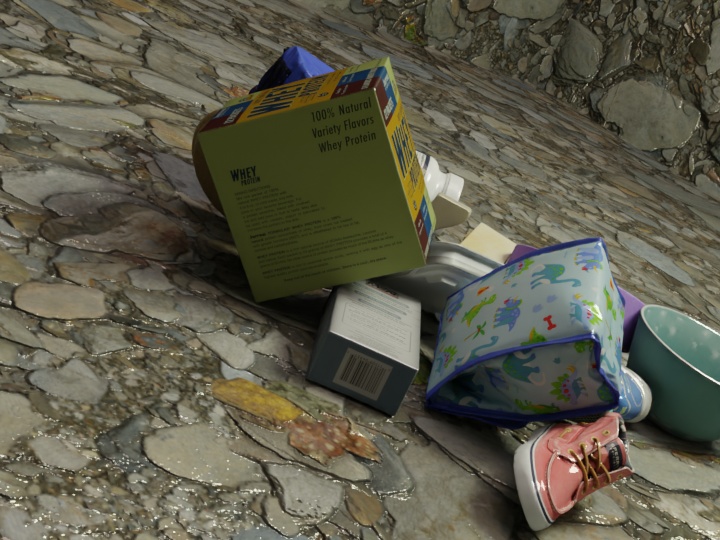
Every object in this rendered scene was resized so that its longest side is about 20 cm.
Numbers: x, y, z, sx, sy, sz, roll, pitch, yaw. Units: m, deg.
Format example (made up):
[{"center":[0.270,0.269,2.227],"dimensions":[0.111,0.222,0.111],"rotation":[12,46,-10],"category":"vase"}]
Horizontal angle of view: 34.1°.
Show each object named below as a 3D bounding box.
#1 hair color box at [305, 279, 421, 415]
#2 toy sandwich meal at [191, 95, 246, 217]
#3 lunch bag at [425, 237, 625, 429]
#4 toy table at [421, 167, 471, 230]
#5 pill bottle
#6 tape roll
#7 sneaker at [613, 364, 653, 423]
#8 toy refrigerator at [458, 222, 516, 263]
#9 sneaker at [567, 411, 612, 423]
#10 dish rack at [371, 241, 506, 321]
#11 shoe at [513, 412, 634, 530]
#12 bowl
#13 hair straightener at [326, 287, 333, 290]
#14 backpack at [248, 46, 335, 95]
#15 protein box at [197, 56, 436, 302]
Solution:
[{"center":[0.007,0.070,1.245],"dimensions":[0.099,0.061,0.200],"rotation":[24,19,-5],"category":"hair color box"},{"center":[-0.111,-0.122,1.425],"dimensions":[0.205,0.205,0.070],"rotation":[29,47,11],"category":"toy sandwich meal"},{"center":[0.173,0.072,1.245],"dimensions":[0.200,0.128,0.170],"rotation":[-11,33,21],"category":"lunch bag"},{"center":[0.043,-0.078,1.611],"dimensions":[0.200,0.117,0.184],"rotation":[24,18,-7],"category":"toy table"},{"center":[0.049,-0.137,1.781],"dimensions":[0.200,0.116,0.116],"rotation":[24,18,-6],"category":"pill bottle"},{"center":[0.285,0.038,1.585],"dimensions":[0.200,0.066,0.200],"rotation":[28,-3,2],"category":"tape roll"},{"center":[0.267,0.113,1.440],"dimensions":[0.200,0.076,0.077],"rotation":[36,16,32],"category":"sneaker"},{"center":[0.153,-0.004,1.608],"dimensions":[0.070,0.076,0.200],"rotation":[33,20,7],"category":"toy refrigerator"},{"center":[0.187,0.129,1.333],"dimensions":[0.200,0.078,0.091],"rotation":[27,34,16],"category":"sneaker"},{"center":[0.103,0.021,1.401],"dimensions":[0.200,0.044,0.171],"rotation":[22,-22,-40],"category":"dish rack"},{"center":[0.206,0.183,1.116],"dimensions":[0.200,0.091,0.072],"rotation":[-28,100,-72],"category":"shoe"},{"center":[0.419,0.143,1.500],"dimensions":[0.201,0.105,0.201],"rotation":[24,22,-10],"category":"bowl"},{"center":[0.000,0.000,1.458],"dimensions":[0.200,0.041,0.077],"rotation":[10,24,-40],"category":"hair straightener"},{"center":[-0.088,-0.163,1.537],"dimensions":[0.162,0.200,0.168],"rotation":[33,20,-27],"category":"backpack"},{"center":[-0.041,-0.099,1.279],"dimensions":[0.198,0.200,0.135],"rotation":[-13,21,14],"category":"protein box"}]
